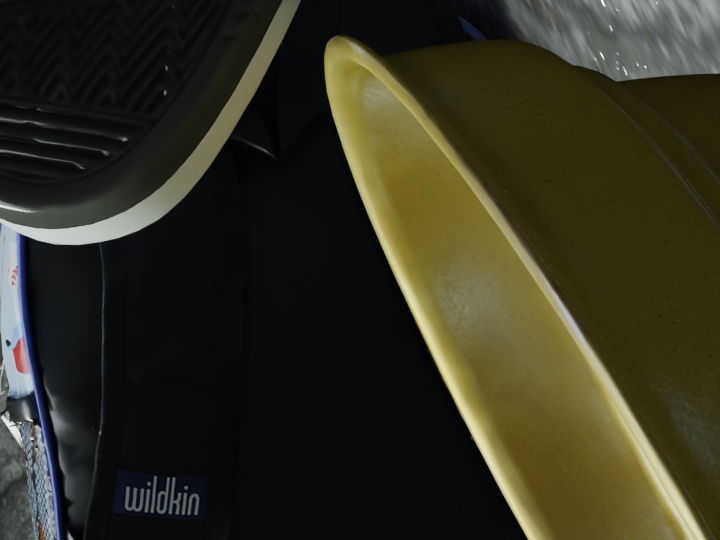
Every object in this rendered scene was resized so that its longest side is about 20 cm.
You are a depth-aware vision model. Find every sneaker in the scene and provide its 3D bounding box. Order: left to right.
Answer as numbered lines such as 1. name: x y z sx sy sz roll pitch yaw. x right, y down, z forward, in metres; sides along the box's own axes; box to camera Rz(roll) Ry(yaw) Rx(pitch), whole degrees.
1. sneaker: -0.022 -0.077 0.548 0.121 0.083 0.201 59 -140 -58

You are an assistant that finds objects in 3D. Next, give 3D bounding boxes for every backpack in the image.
1. backpack: -0.018 0.013 0.815 0.154 0.199 0.192 -147 48 -71

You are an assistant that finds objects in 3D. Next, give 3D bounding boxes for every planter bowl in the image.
1. planter bowl: 0.077 0.029 0.490 0.201 0.083 0.200 60 175 9
